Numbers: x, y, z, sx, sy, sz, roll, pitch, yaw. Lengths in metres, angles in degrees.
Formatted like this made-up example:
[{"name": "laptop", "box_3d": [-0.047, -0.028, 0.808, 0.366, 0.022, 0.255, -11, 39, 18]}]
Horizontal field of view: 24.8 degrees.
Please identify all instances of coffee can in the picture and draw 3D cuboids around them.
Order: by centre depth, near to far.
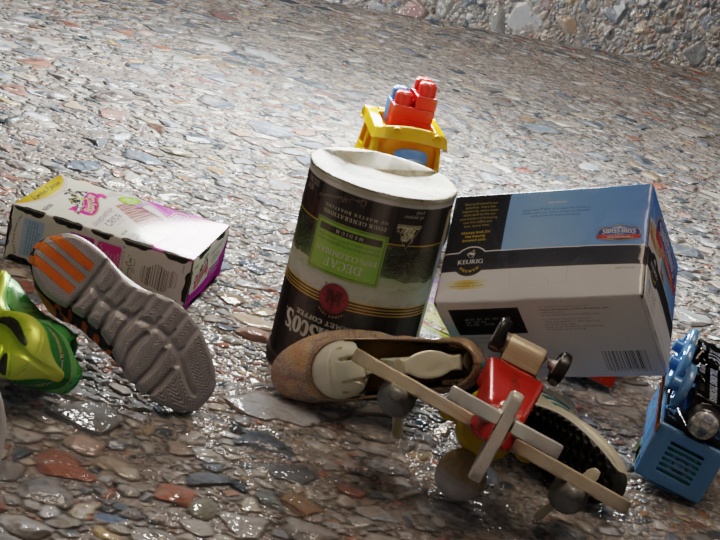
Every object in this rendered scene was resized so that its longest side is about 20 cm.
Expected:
[{"name": "coffee can", "box_3d": [0.000, 0.000, 1.573, 0.145, 0.202, 0.147, 12, 18, -4]}]

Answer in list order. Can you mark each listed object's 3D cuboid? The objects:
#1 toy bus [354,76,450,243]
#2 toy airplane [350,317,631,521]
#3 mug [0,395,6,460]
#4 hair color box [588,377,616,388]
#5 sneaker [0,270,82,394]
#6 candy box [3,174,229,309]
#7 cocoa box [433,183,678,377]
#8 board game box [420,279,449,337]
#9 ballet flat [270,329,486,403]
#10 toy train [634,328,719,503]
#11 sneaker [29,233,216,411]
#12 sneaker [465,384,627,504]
[{"name": "toy bus", "box_3d": [0.055, -0.139, 2.035, 0.134, 0.194, 0.200, 12, 20, -12]}, {"name": "toy airplane", "box_3d": [0.107, 0.137, 1.356, 0.198, 0.142, 0.200, 12, 25, -41]}, {"name": "mug", "box_3d": [-0.361, 0.100, 1.119, 0.152, 0.151, 0.186, 20, 11, 42]}, {"name": "hair color box", "box_3d": [0.196, 0.044, 1.763, 0.199, 0.064, 0.111, 24, 17, 6]}, {"name": "sneaker", "box_3d": [-0.293, 0.062, 1.411, 0.083, 0.074, 0.200, 38, 0, -30]}, {"name": "candy box", "box_3d": [-0.250, -0.032, 1.698, 0.198, 0.062, 0.136, 16, 19, 6]}, {"name": "cocoa box", "box_3d": [0.189, 0.012, 1.547, 0.198, 0.134, 0.132, -3, 52, 22]}, {"name": "board game box", "box_3d": [0.077, 0.053, 1.751, 0.119, 0.033, 0.200, 7, 20, -12]}, {"name": "ballet flat", "box_3d": [0.016, 0.085, 1.480, 0.198, 0.069, 0.067, -6, 0, -1]}, {"name": "toy train", "box_3d": [0.316, 0.134, 1.559, 0.086, 0.115, 0.200, 28, 20, 3]}, {"name": "sneaker", "box_3d": [-0.210, 0.043, 1.444, 0.200, 0.078, 0.112, 47, -13, -8]}, {"name": "sneaker", "box_3d": [0.184, 0.144, 1.497, 0.093, 0.071, 0.199, -9, 26, -40]}]
